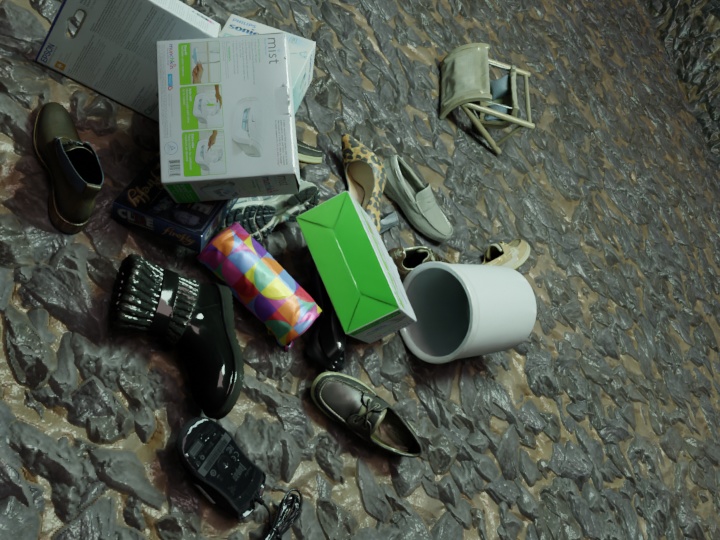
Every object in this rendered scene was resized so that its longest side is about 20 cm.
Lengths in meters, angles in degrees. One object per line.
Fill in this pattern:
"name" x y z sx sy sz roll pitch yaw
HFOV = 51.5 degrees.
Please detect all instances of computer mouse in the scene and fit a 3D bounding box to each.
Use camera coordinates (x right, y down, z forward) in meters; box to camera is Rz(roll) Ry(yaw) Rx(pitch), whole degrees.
"computer mouse" -0.172 0.288 0.929 0.200 0.046 0.141 45 46 -18

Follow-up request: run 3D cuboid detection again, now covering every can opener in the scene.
"can opener" -0.049 0.072 1.174 0.063 0.079 0.201 32 32 -33

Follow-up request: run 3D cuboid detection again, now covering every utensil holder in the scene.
"utensil holder" 0.189 0.071 1.316 0.199 0.170 0.171 0 63 -46

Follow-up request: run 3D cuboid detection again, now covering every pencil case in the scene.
"pencil case" -0.147 0.025 1.096 0.200 0.088 0.088 49 41 -5

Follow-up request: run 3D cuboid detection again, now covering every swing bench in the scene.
"swing bench" 0.295 -0.419 1.770 0.199 0.130 0.200 27 48 -27

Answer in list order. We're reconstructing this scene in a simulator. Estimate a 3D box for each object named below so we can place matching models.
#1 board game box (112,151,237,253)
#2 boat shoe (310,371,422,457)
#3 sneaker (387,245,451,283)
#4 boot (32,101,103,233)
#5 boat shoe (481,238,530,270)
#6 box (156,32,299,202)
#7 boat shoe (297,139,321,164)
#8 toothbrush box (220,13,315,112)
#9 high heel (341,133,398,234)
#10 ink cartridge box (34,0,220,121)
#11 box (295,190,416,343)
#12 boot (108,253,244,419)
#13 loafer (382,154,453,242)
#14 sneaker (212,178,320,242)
"board game box" -0.250 -0.123 1.096 0.135 0.035 0.200 21 45 3
"boat shoe" 0.017 0.216 1.115 0.200 0.065 0.073 34 78 -21
"sneaker" 0.119 -0.006 1.367 0.199 0.075 0.071 2 62 -42
"boot" -0.381 -0.159 0.994 0.075 0.097 0.201 -1 64 -43
"boat shoe" 0.288 -0.025 1.538 0.069 0.074 0.200 55 42 -7
"box" -0.177 -0.206 1.014 0.176 0.097 0.201 -5 79 -3
"boat shoe" -0.145 -0.228 1.254 0.199 0.073 0.065 12 97 -38
"toothbrush box" -0.170 -0.283 1.158 0.146 0.085 0.201 20 58 3
"high heel" -0.009 -0.151 1.347 0.142 0.071 0.201 -30 94 -55
"ink cartridge box" -0.335 -0.328 1.076 0.199 0.196 0.043 26 46 -29
"box" 0.000 0.000 1.179 0.201 0.096 0.176 66 7 13
"boot" -0.242 0.086 0.966 0.157 0.079 0.212 21 39 -40
"loafer" 0.113 -0.139 1.456 0.200 0.070 0.070 44 42 -10
"sneaker" -0.165 -0.100 1.187 0.200 0.078 0.086 -23 45 -35
